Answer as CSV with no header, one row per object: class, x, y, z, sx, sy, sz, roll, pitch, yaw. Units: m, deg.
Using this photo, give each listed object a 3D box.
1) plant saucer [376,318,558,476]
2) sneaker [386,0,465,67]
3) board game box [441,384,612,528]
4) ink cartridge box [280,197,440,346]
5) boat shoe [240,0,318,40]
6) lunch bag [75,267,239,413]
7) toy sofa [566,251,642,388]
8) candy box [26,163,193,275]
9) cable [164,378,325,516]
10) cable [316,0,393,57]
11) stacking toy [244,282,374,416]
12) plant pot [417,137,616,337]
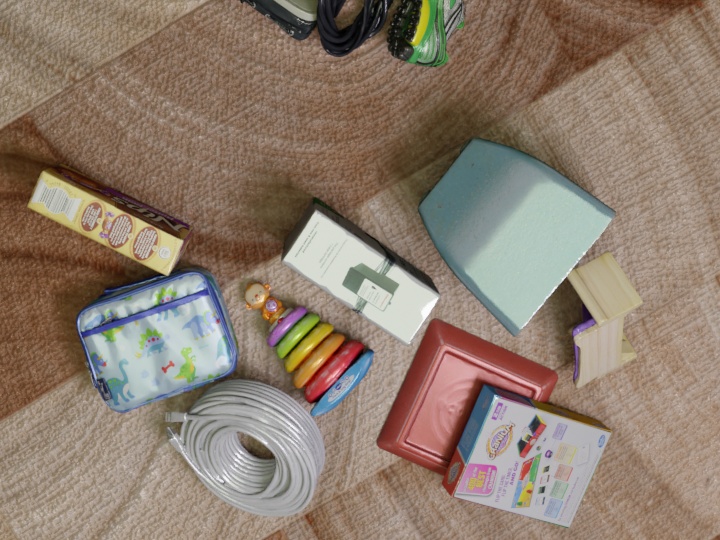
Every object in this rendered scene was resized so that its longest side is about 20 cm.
plant saucer,0.149,0.197,1.691,0.198,0.037,0.202,24,98,-5
sneaker,0.101,-0.361,1.583,0.084,0.078,0.202,16,95,-35
board game box,0.228,0.255,1.669,0.198,0.040,0.155,19,99,-23
ink cartridge box,0.000,0.000,1.597,0.199,0.147,0.083,35,96,-8
boat shoe,-0.133,-0.365,1.569,0.198,0.075,0.066,33,139,6
lunch bag,-0.272,0.088,1.640,0.198,0.082,0.163,-17,97,1
toy sofa,0.301,0.068,1.586,0.097,0.200,0.083,-27,63,-2
candy box,-0.322,-0.068,1.592,0.198,0.117,0.057,25,98,-5
cable,-0.143,0.239,1.638,0.198,0.069,0.202,-14,115,30
cable,0.001,-0.361,1.531,0.050,0.163,0.202,28,107,16
stacking toy,-0.082,0.090,1.644,0.116,0.110,0.200,-45,86,3
plant pot,0.182,-0.064,1.574,0.199,0.196,0.196,39,97,1
